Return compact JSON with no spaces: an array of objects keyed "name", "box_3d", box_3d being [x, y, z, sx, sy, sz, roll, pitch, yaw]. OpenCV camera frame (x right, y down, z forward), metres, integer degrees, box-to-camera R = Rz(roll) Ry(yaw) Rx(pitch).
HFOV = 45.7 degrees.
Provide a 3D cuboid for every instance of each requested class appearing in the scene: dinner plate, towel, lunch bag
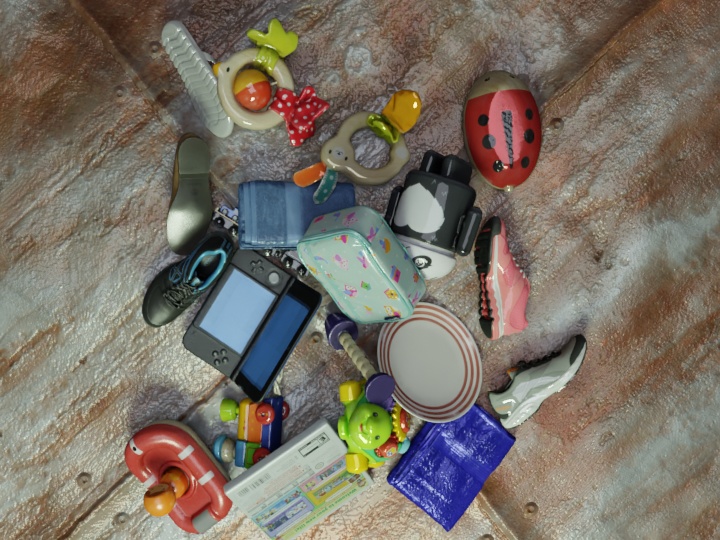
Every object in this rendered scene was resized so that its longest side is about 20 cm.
[{"name":"dinner plate","box_3d":[0.112,0.151,1.406,0.196,0.024,0.205,12,63,-24]},{"name":"towel","box_3d":[-0.104,-0.092,1.410,0.195,0.049,0.115,0,81,-10]},{"name":"lunch bag","box_3d":[0.000,0.000,1.347,0.201,0.158,0.078,54,47,-27]},{"name":"towel","box_3d":[0.153,0.318,1.437,0.147,0.050,0.202,37,91,-1]}]

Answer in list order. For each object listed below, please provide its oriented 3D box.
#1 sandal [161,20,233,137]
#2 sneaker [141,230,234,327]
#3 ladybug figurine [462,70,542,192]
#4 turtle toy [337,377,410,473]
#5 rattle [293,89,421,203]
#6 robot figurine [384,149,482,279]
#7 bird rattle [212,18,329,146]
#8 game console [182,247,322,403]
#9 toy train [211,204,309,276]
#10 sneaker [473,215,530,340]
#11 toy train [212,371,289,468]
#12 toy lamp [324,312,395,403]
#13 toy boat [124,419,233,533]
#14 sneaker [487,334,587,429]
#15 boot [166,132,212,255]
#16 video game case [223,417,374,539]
[{"name":"sandal","box_3d":[-0.256,-0.322,1.413,0.050,0.082,0.206,-35,101,-42]},{"name":"sneaker","box_3d":[-0.288,0.018,1.400,0.073,0.082,0.200,41,97,-17]},{"name":"ladybug figurine","box_3d":[0.238,-0.232,1.414,0.132,0.072,0.205,-10,92,-1]},{"name":"turtle toy","box_3d":[0.023,0.245,1.364,0.099,0.199,0.150,-9,83,21]},{"name":"rattle","box_3d":[-0.003,-0.194,1.360,0.196,0.142,0.133,-20,97,-21]},{"name":"robot figurine","box_3d":[0.116,-0.088,1.388,0.122,0.150,0.205,16,92,-13]},{"name":"bird rattle","box_3d":[-0.153,-0.293,1.391,0.160,0.112,0.204,-22,102,-17]},{"name":"game console","box_3d":[-0.179,0.082,1.387,0.169,0.118,0.202,32,86,-2]},{"name":"toy train","box_3d":[-0.164,-0.055,1.432,0.197,0.034,0.046,30,87,-2]},{"name":"sneaker","box_3d":[0.242,0.011,1.431,0.085,0.074,0.206,-4,95,-14]},{"name":"toy train","box_3d":[-0.183,0.229,1.424,0.113,0.084,0.205,2,87,16]},{"name":"toy lamp","box_3d":[-0.007,0.133,1.366,0.057,0.200,0.059,-13,125,-20]},{"name":"toy boat","box_3d":[-0.305,0.346,1.379,0.130,0.131,0.201,-39,92,24]},{"name":"sneaker","box_3d":[0.297,0.174,1.426,0.199,0.074,0.080,-42,86,1]},{"name":"boot","box_3d":[-0.286,-0.128,1.419,0.072,0.075,0.205,2,110,-24]},{"name":"video game case","box_3d":[-0.097,0.350,1.399,0.198,0.022,0.183,-34,127,-1]}]
